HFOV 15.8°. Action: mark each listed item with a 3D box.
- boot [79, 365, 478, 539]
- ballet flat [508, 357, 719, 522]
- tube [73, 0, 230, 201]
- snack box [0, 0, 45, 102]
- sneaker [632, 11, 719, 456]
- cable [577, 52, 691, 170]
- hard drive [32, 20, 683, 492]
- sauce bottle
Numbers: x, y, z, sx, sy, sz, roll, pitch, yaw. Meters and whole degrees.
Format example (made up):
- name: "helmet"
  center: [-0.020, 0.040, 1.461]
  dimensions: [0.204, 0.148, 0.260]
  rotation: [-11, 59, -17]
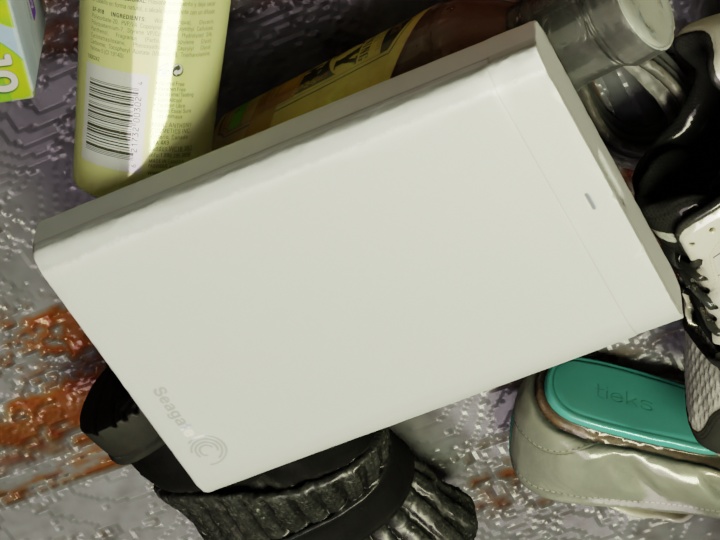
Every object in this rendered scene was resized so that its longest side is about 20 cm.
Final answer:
- name: "boot"
  center: [0.006, 0.065, 1.064]
  dimensions: [0.211, 0.080, 0.158]
  rotation: [-28, 116, 33]
- name: "ballet flat"
  center: [0.159, 0.083, 1.091]
  dimensions: [0.199, 0.068, 0.064]
  rotation: [12, 132, 0]
- name: "tube"
  center: [-0.070, -0.124, 0.933]
  dimensions: [0.058, 0.052, 0.201]
  rotation: [-14, 118, -41]
- name: "snack box"
  center: [-0.202, -0.148, 0.922]
  dimensions: [0.141, 0.053, 0.201]
  rotation: [-7, 127, 5]
- name: "sneaker"
  center: [0.138, -0.015, 0.994]
  dimensions: [0.087, 0.076, 0.201]
  rotation: [-7, 121, -24]
- name: "cable"
  center: [0.070, -0.107, 0.951]
  dimensions: [0.096, 0.050, 0.201]
  rotation: [-10, 127, 7]
- name: "hard drive"
  center: [0.000, 0.000, 0.943]
  dimensions: [0.199, 0.026, 0.132]
  rotation: [-21, 125, 17]
- name: "sauce bottle"
  center: [0.024, -0.060, 0.959]
  dimensions: [0.199, 0.065, 0.065]
  rotation: [-24, 124, 31]
